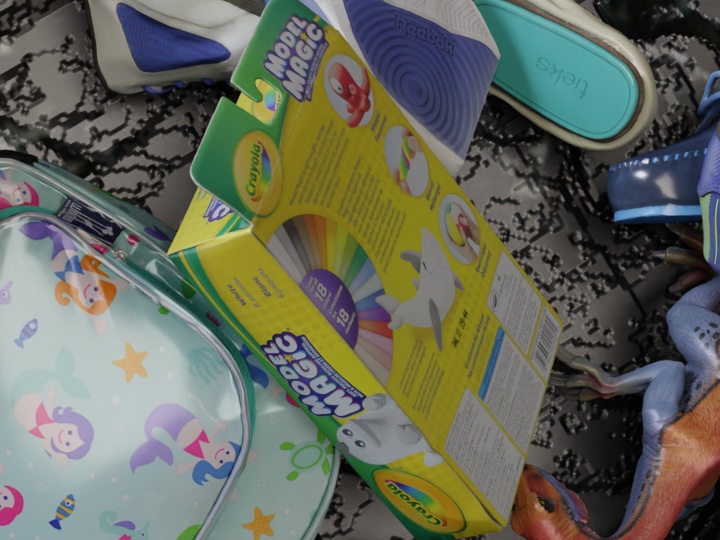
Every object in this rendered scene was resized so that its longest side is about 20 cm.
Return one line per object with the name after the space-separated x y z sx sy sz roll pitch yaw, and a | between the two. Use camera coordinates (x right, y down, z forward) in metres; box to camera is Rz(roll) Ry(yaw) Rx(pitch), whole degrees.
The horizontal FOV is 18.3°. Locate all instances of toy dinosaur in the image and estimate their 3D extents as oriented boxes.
0.136 0.051 0.931 0.105 0.200 0.182 47 35 -14 | toy dinosaur

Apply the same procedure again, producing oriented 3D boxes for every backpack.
-0.108 0.065 0.892 0.199 0.151 0.178 33 91 -14 | backpack

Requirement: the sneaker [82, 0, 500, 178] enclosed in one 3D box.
-0.046 -0.106 0.935 0.199 0.115 0.081 35 56 -15 | sneaker

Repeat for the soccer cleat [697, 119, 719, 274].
0.216 -0.039 0.933 0.199 0.065 0.084 -8 120 -35 | soccer cleat

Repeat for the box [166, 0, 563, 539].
0.000 0.000 0.869 0.200 0.048 0.118 53 39 -30 | box

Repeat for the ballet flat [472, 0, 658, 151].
0.043 -0.119 0.973 0.200 0.069 0.070 35 80 3 | ballet flat

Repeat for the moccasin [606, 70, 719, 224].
0.188 -0.064 0.988 0.199 0.080 0.069 -13 97 -32 | moccasin
